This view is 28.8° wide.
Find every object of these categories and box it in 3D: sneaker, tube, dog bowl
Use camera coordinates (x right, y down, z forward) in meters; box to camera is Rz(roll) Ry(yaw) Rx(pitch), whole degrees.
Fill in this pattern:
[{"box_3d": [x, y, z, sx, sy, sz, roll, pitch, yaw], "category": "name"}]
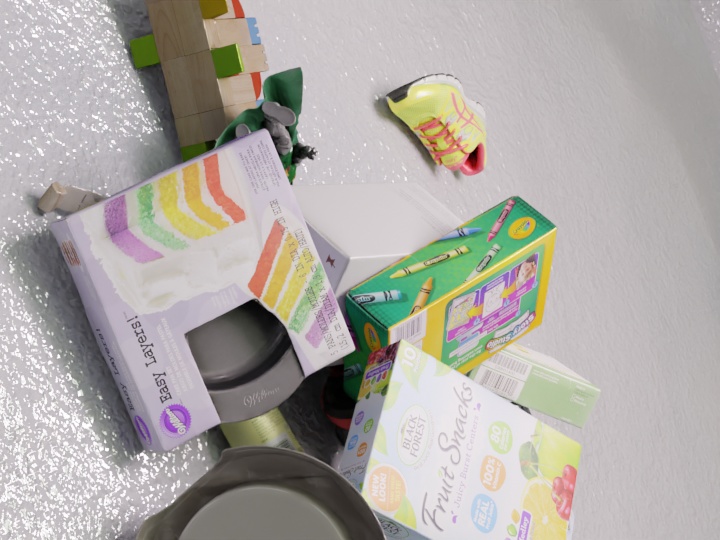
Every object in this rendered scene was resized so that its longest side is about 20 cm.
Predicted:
[{"box_3d": [0.008, 0.107, 1.323, 0.201, 0.070, 0.099, -81, 158, -60], "category": "sneaker"}, {"box_3d": [-0.104, 0.101, 1.162, 0.202, 0.052, 0.058, 60, -14, 3], "category": "tube"}, {"box_3d": [-0.065, 0.226, 1.002, 0.059, 0.198, 0.203, 22, 50, -75], "category": "dog bowl"}, {"box_3d": [0.100, -0.166, 1.648, 0.199, 0.077, 0.092, 18, 58, -55], "category": "sneaker"}]

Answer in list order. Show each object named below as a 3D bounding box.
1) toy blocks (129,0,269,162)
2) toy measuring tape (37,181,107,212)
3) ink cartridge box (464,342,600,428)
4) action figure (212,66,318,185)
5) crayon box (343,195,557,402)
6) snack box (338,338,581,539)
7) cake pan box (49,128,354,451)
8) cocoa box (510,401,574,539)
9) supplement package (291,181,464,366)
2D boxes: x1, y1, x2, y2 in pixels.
[{"box_3d": [-0.131, -0.198, 1.276, 0.137, 0.099, 0.203, -30, 108, -69], "category": "toy blocks"}, {"box_3d": [-0.162, -0.017, 1.114, 0.199, 0.073, 0.075, 19, 55, -45], "category": "toy measuring tape"}, {"box_3d": [0.126, 0.085, 1.387, 0.144, 0.048, 0.200, 22, 6, -25], "category": "ink cartridge box"}, {"box_3d": [-0.080, -0.100, 1.258, 0.055, 0.118, 0.200, 49, -6, 10], "category": "action figure"}, {"box_3d": [0.078, 0.033, 1.213, 0.199, 0.058, 0.120, -29, 142, -29], "category": "crayon box"}, {"box_3d": [0.080, 0.165, 1.117, 0.199, 0.053, 0.144, 31, 55, -23], "category": "snack box"}, {"box_3d": [-0.117, 0.017, 1.083, 0.183, 0.052, 0.202, -25, 99, -24], "category": "cake pan box"}, {"box_3d": [0.114, 0.210, 1.300, 0.133, 0.132, 0.200, 65, 9, 6], "category": "cocoa box"}, {"box_3d": [0.000, 0.000, 1.250, 0.199, 0.118, 0.117, -5, 38, -48], "category": "supplement package"}]
